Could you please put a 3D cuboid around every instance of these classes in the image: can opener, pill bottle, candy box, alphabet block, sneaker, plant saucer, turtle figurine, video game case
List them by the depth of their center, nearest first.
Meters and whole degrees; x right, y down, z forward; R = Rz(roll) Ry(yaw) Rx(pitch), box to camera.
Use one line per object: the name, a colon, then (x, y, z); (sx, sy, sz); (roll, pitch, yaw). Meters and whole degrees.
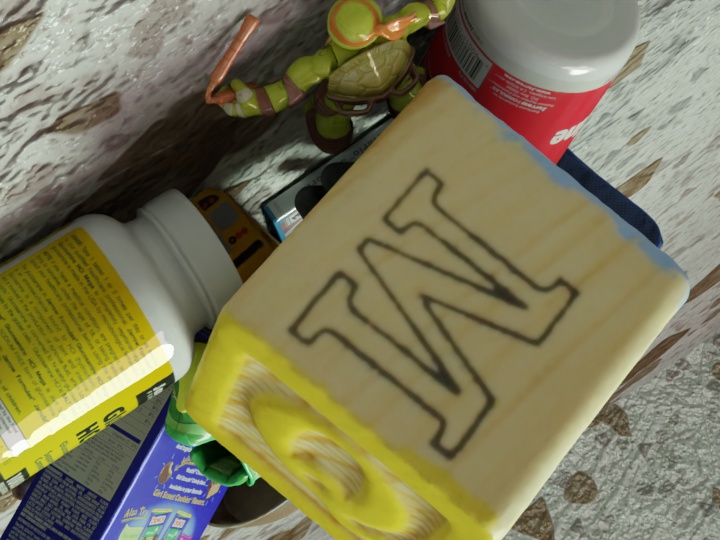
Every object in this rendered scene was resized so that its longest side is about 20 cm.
pill bottle: (-0.170, 0.039, 1.022); (0.200, 0.113, 0.112); (-33, 165, -13)
turtle figurine: (0.010, -0.124, 1.022); (0.200, 0.064, 0.161); (-35, 165, -5)
alphabet block: (0.039, 0.046, 1.041); (0.200, 0.196, 0.195); (-49, 174, -25)
pill bottle: (0.090, -0.114, 1.133); (0.112, 0.112, 0.200); (-27, 161, -32)
sneaker: (-0.079, 0.106, 1.198); (0.084, 0.074, 0.200); (-63, 150, -7)
can opener: (0.029, -0.047, 1.244); (0.053, 0.067, 0.200); (-42, 159, 25)
candy box: (-0.149, 0.130, 1.268); (0.200, 0.077, 0.169); (-60, 160, -2)
video game case: (0.024, -0.076, 1.288); (0.200, 0.018, 0.143); (-35, 164, -5)
plant saucer: (-0.059, 0.131, 1.444); (0.200, 0.034, 0.200); (-35, -150, 24)

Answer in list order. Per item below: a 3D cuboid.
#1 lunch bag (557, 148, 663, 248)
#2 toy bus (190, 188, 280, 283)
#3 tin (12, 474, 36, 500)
lunch bag: (0.129, -0.008, 1.403); (0.136, 0.200, 0.132); (-26, 144, -26)
toy bus: (-0.071, 0.013, 1.202); (0.065, 0.078, 0.200); (-42, 162, 1)
tin: (-0.204, 0.127, 1.358); (0.112, 0.042, 0.200); (-35, 166, 12)
